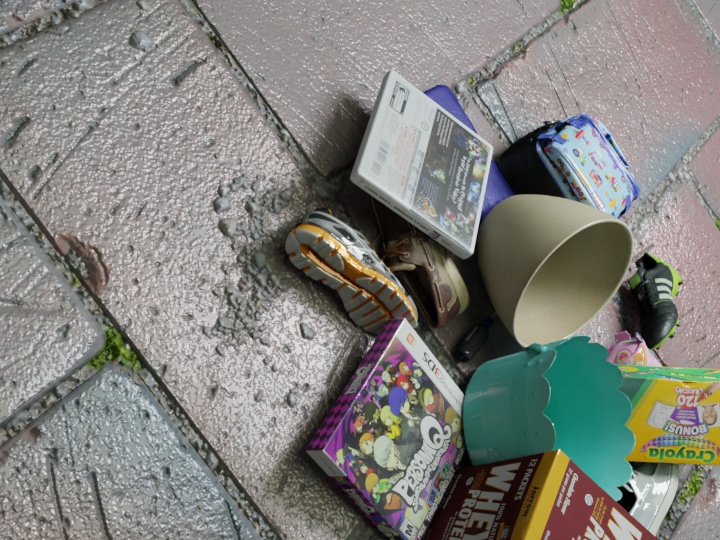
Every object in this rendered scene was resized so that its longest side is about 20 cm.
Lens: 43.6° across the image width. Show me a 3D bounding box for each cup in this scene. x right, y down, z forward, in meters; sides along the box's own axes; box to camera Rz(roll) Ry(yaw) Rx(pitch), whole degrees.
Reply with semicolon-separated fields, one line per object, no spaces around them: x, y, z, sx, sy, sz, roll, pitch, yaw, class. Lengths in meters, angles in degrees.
0.232;-0.019;1.175;0.199;0.201;0.143;-10;41;-36;cup

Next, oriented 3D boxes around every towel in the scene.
0.119;-0.148;1.232;0.147;0.049;0.201;-31;91;-44;towel

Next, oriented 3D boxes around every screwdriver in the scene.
0.183;0.055;1.210;0.028;0.029;0.200;51;54;-8;screwdriver

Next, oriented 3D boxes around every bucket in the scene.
0.230;0.187;1.105;0.206;0.134;0.209;16;68;-44;bucket

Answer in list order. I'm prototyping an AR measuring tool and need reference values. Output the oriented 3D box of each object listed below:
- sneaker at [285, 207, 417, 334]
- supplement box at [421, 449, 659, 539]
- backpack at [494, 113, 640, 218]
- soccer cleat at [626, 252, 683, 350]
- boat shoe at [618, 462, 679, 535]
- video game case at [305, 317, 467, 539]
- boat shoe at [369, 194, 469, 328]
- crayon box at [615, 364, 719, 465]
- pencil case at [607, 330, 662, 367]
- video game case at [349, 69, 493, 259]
0.000;0.000;1.082;0.200;0.078;0.077;45;34;-21;sneaker
0.198;0.325;1.014;0.197;0.200;0.133;42;55;-14;supplement box
0.317;-0.142;1.307;0.200;0.134;0.183;-35;95;-40;backpack
0.434;0.045;1.348;0.081;0.068;0.200;37;37;-3;soccer cleat
0.370;0.307;1.218;0.072;0.070;0.201;44;56;-15;boat shoe
0.046;0.189;1.044;0.182;0.036;0.200;52;52;-23;video game case
0.062;-0.019;1.132;0.072;0.072;0.201;-34;100;-38;boat shoe
0.428;0.195;1.218;0.198;0.058;0.120;2;103;2;crayon box
0.423;0.183;1.290;0.200;0.087;0.087;49;54;-8;pencil case
0.083;-0.136;1.138;0.181;0.023;0.201;33;48;-19;video game case
